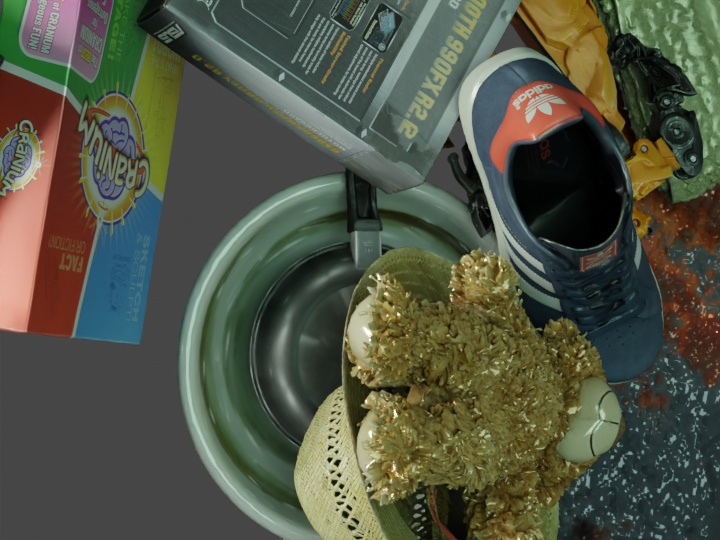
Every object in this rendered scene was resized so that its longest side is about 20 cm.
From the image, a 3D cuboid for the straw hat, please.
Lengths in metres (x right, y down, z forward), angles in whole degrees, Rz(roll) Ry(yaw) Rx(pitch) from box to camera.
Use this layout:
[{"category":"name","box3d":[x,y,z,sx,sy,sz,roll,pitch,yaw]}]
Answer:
[{"category":"straw hat","box3d":[0.015,0.097,1.150,0.201,0.085,0.202,33,47,-44]}]

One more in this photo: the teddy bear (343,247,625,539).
[{"category":"teddy bear","box3d":[0.062,0.063,1.096,0.200,0.067,0.146,35,48,-43]}]

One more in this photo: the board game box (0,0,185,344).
[{"category":"board game box","box3d":[-0.136,-0.067,1.153,0.040,0.153,0.201,9,89,15]}]

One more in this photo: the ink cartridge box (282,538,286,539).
[{"category":"ink cartridge box","box3d":[0.055,0.213,1.211,0.199,0.145,0.085,17,90,-15]}]

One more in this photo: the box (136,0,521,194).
[{"category":"box","box3d":[0.005,-0.164,1.170,0.158,0.048,0.201,33,75,-17]}]

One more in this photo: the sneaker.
[{"category":"sneaker","box3d":[0.109,-0.011,1.162,0.075,0.085,0.200,-32,122,-5]}]

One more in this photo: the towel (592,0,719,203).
[{"category":"towel","box3d":[0.197,-0.151,1.304,0.148,0.036,0.201,-20,95,-15]}]

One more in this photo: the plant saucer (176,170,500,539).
[{"category":"plant saucer","box3d":[-0.003,0.048,1.243,0.199,0.050,0.201,0,90,-16]}]

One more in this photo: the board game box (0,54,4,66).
[{"category":"board game box","box3d":[-0.245,-0.037,1.105,0.035,0.135,0.200,30,95,-25]}]

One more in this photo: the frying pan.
[{"category":"frying pan","box3d":[0.015,0.008,1.209,0.115,0.031,0.191,23,88,-15]}]

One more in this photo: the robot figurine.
[{"category":"robot figurine","box3d":[0.090,-0.097,1.247,0.145,0.058,0.200,-34,89,-15]}]
